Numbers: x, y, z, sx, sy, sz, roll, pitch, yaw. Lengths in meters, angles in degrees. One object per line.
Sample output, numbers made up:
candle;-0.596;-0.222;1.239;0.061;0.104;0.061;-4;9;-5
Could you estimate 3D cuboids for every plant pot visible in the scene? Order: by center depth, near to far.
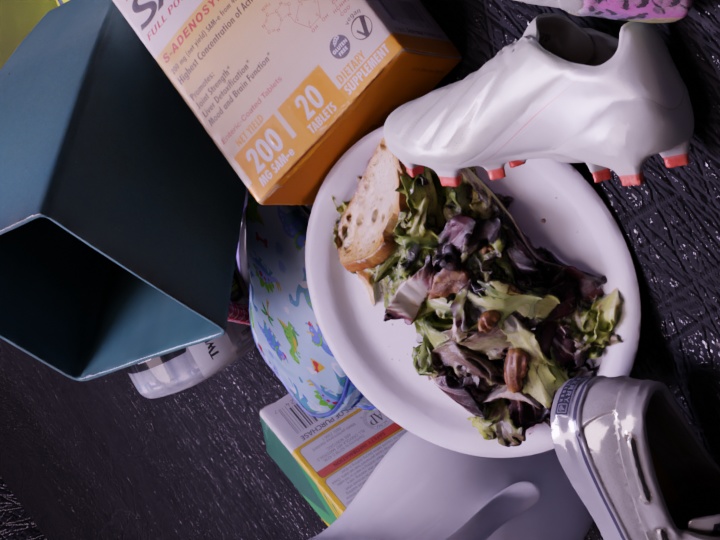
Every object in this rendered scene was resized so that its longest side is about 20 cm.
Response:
plant pot;-0.155;-0.066;1.233;0.141;0.201;0.141;-19;139;41

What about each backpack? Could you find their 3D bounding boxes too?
backpack;0.000;0.000;1.270;0.163;0.153;0.200;46;169;22

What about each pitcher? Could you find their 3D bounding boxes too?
pitcher;0.057;0.151;1.220;0.122;0.199;0.171;61;156;-4

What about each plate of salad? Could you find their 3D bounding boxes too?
plate of salad;0.054;0.014;1.117;0.199;0.048;0.202;11;115;23

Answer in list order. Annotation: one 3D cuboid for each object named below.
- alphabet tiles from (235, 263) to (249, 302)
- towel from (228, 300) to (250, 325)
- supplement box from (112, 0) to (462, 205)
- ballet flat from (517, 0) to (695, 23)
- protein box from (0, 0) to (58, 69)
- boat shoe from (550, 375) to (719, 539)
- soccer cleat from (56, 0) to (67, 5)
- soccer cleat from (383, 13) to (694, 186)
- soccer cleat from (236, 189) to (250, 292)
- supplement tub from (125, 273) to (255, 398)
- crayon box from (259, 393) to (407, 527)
alphabet tiles;-0.057;0.040;1.538;0.200;0.006;0.167;57;-174;-48
towel;-0.146;0.012;1.425;0.143;0.023;0.200;13;178;7
supplement box;-0.055;-0.152;1.156;0.200;0.126;0.073;53;-155;18
ballet flat;0.064;-0.165;0.922;0.200;0.071;0.069;49;159;28
protein box;-0.278;-0.230;1.525;0.135;0.199;0.200;23;140;62
boat shoe;0.175;0.133;1.097;0.069;0.071;0.201;-7;124;40
soccer cleat;-0.211;-0.248;1.452;0.065;0.083;0.202;-66;-26;-63
soccer cleat;0.082;-0.085;0.998;0.199;0.069;0.078;4;112;52
soccer cleat;-0.060;-0.082;1.329;0.073;0.068;0.202;32;128;46
supplement tub;-0.174;-0.006;1.719;0.201;0.122;0.122;62;162;-10
crayon box;0.039;0.140;1.371;0.200;0.125;0.052;47;159;34
